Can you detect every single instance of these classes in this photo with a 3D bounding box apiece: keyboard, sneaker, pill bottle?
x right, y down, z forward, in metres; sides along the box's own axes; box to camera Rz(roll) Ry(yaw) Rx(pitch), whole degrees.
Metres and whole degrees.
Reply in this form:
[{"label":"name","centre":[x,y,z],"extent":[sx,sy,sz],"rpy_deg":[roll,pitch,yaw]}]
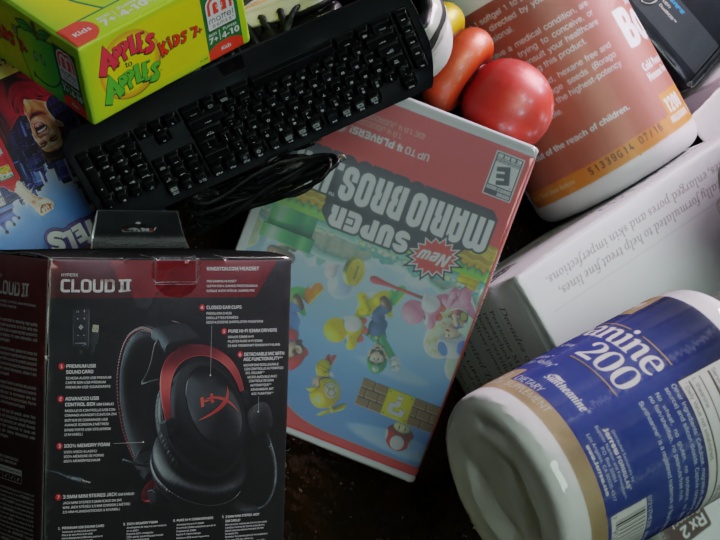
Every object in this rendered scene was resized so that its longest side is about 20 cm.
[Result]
[{"label":"keyboard","centre":[-0.049,-0.069,1.229],"extent":[0.199,0.104,0.040],"rpy_deg":[-24,49,5]},{"label":"sneaker","centre":[-0.046,-0.125,1.264],"extent":[0.198,0.080,0.074],"rpy_deg":[-14,81,-4]},{"label":"pill bottle","centre":[0.110,-0.140,1.403],"extent":[0.112,0.112,0.201],"rpy_deg":[-32,95,-26]},{"label":"pill bottle","centre":[0.153,0.078,1.237],"extent":[0.199,0.111,0.112],"rpy_deg":[-25,91,-26]}]

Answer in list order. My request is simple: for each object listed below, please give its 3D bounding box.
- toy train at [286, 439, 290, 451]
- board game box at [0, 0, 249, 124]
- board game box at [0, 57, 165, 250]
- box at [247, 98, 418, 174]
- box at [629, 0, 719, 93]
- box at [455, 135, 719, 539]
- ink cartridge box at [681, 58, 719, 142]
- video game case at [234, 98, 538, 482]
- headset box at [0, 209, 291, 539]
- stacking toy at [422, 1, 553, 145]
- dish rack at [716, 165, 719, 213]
[{"label":"toy train","centre":[-0.130,0.117,1.288],"extent":[0.198,0.034,0.046],"rpy_deg":[-6,87,-25]},{"label":"board game box","centre":[-0.160,-0.156,1.242],"extent":[0.101,0.200,0.048],"rpy_deg":[-31,133,-25]},{"label":"board game box","centre":[-0.208,-0.012,1.261],"extent":[0.199,0.062,0.201],"rpy_deg":[-27,94,-28]},{"label":"box","centre":[-0.061,-0.097,1.351],"extent":[0.199,0.050,0.076],"rpy_deg":[22,72,-20]},{"label":"box","centre":[0.181,-0.233,1.489],"extent":[0.200,0.046,0.159],"rpy_deg":[48,65,-9]},{"label":"box","centre":[0.180,0.053,1.389],"extent":[0.198,0.131,0.201],"rpy_deg":[-31,94,-26]},{"label":"ink cartridge box","centre":[0.286,-0.109,1.502],"extent":[0.116,0.068,0.200],"rpy_deg":[49,64,-8]},{"label":"video game case","centre":[0.000,0.000,1.313],"extent":[0.142,0.017,0.202],"rpy_deg":[21,93,4]},{"label":"headset box","centre":[-0.116,0.069,1.223],"extent":[0.148,0.075,0.202],"rpy_deg":[-1,94,-34]},{"label":"stacking toy","centre":[0.025,-0.136,1.345],"extent":[0.200,0.086,0.085],"rpy_deg":[39,66,9]},{"label":"dish rack","centre":[0.275,-0.013,1.341],"extent":[0.201,0.043,0.172],"rpy_deg":[55,37,-11]}]
